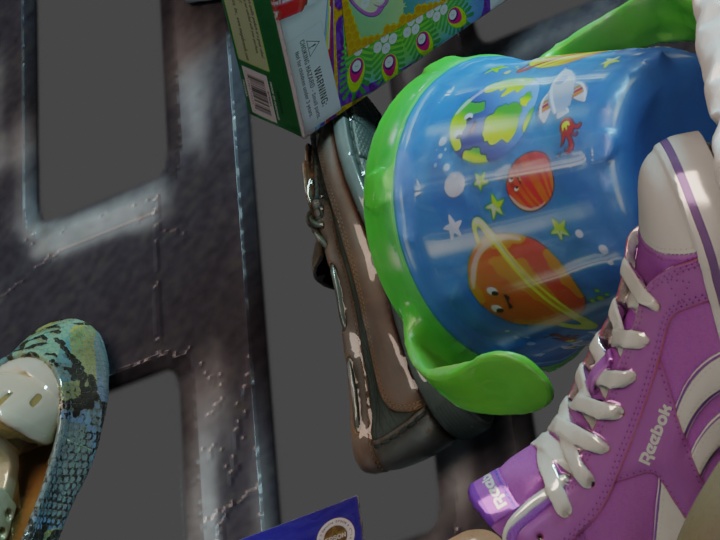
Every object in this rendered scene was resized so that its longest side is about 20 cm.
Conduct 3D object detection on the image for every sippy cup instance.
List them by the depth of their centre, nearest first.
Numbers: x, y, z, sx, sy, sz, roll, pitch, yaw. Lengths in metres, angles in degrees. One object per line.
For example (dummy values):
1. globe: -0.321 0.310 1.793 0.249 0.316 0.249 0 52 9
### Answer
1. sippy cup: 0.092 -0.031 1.035 0.130 0.139 0.179 -13 78 50

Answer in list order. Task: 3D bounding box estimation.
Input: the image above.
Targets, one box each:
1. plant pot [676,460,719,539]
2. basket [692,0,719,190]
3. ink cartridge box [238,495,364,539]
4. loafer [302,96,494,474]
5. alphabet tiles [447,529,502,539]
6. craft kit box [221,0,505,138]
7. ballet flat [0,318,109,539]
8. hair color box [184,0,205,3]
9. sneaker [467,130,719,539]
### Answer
1. plant pot: 0.177 0.137 0.877 0.134 0.199 0.202 -40 33 54
2. basket: 0.225 -0.066 0.961 0.160 0.198 0.201 -17 51 18
3. ink cartridge box: -0.037 0.186 1.061 0.094 0.037 0.201 -22 48 18
4. loafer: 0.000 0.000 1.143 0.063 0.072 0.201 -32 50 17
5. alphabet tiles: 0.063 0.178 0.969 0.195 0.015 0.200 -27 44 -21
6. craft kit box: 0.014 -0.192 1.135 0.048 0.201 0.197 25 51 40
7. ballet flat: -0.166 0.098 1.178 0.074 0.074 0.201 -7 56 28
8. hair color box: -0.068 -0.251 1.335 0.060 0.099 0.201 -5 57 28
9. sneaker: 0.094 0.052 0.946 0.113 0.202 0.073 -7 18 -2
